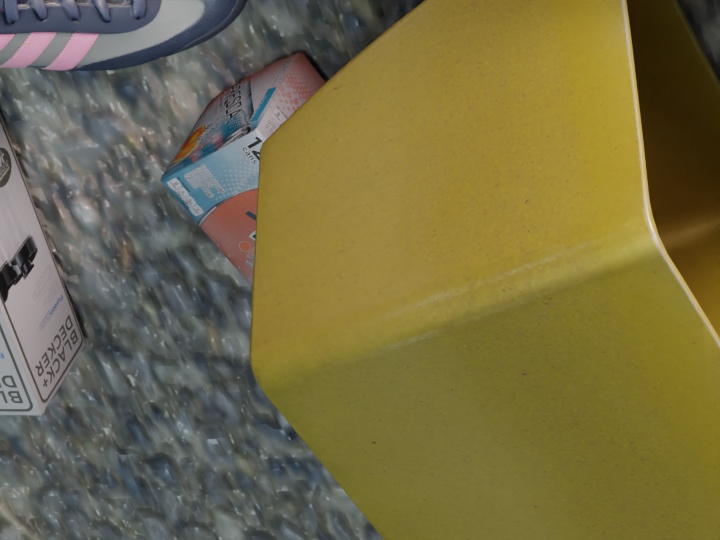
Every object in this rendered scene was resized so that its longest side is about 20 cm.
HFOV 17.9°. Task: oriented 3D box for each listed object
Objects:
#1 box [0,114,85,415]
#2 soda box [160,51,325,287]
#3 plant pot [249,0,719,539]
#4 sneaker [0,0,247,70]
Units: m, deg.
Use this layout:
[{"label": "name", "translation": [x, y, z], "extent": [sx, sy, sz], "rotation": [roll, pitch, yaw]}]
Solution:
[{"label": "box", "translation": [-0.224, -0.022, 1.129], "extent": [0.116, 0.060, 0.200], "rotation": [0, 128, 20]}, {"label": "soda box", "translation": [0.000, 0.000, 1.058], "extent": [0.063, 0.068, 0.200], "rotation": [-26, 114, 35]}, {"label": "plant pot", "translation": [0.065, 0.005, 0.910], "extent": [0.176, 0.200, 0.200], "rotation": [-20, 132, 20]}, {"label": "sneaker", "translation": [-0.147, -0.118, 0.978], "extent": [0.199, 0.082, 0.070], "rotation": [-6, 95, 2]}]
